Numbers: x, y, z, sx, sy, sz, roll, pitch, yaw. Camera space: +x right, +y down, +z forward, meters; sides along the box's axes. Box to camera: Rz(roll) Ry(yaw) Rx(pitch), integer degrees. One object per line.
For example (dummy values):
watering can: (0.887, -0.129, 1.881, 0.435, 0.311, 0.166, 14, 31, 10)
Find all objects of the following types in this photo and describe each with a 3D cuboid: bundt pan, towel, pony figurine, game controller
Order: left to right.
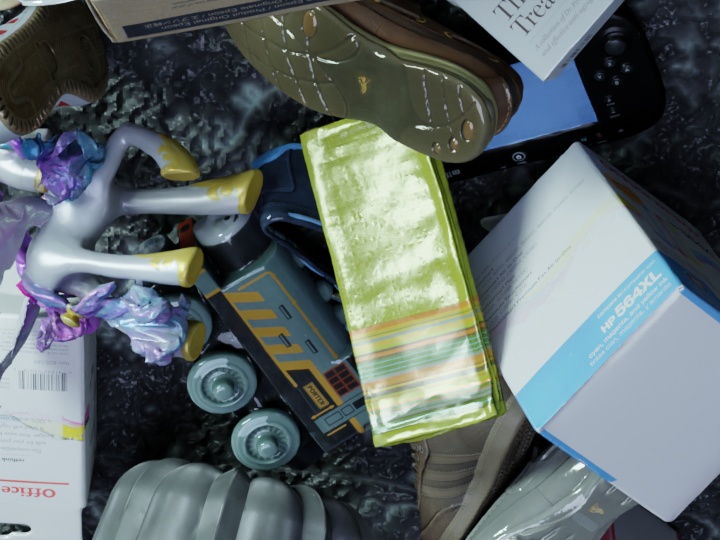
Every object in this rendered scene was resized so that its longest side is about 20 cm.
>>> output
pony figurine: (-0.183, -0.012, 1.740, 0.199, 0.194, 0.167, 16, 168, 20)
bundt pan: (-0.081, 0.176, 1.906, 0.201, 0.076, 0.202, 13, 170, 2)
towel: (0.023, 0.002, 1.725, 0.086, 0.018, 0.201, -17, 83, 19)
game controller: (0.085, -0.105, 1.757, 0.199, 0.042, 0.105, -14, 124, 14)

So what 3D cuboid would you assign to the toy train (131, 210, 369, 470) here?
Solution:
toy train: (-0.063, 0.041, 1.855, 0.114, 0.085, 0.200, -31, 118, 10)

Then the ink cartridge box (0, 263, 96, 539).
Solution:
ink cartridge box: (-0.236, 0.091, 1.905, 0.116, 0.068, 0.201, 4, 125, 1)

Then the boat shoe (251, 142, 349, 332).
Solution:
boat shoe: (0.000, 0.000, 1.810, 0.200, 0.069, 0.084, 31, 134, -28)

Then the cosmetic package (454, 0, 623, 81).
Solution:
cosmetic package: (0.114, -0.229, 1.588, 0.151, 0.052, 0.200, 42, 101, 6)

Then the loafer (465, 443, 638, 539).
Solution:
loafer: (0.133, 0.151, 1.907, 0.200, 0.070, 0.070, -40, 127, 12)

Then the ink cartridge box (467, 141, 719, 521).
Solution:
ink cartridge box: (0.156, 0.028, 1.756, 0.128, 0.200, 0.125, 34, 106, -34)

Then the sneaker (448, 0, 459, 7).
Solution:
sneaker: (0.092, -0.196, 1.678, 0.199, 0.078, 0.100, 5, 134, 11)

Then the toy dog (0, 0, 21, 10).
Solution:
toy dog: (-0.275, -0.164, 1.700, 0.132, 0.097, 0.200, 35, 121, -20)

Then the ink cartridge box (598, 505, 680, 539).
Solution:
ink cartridge box: (0.126, 0.260, 1.958, 0.083, 0.147, 0.200, 35, 122, -28)

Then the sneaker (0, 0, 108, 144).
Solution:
sneaker: (-0.224, -0.106, 1.685, 0.112, 0.200, 0.072, -19, 99, 19)

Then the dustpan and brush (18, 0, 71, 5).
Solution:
dustpan and brush: (-0.117, -0.239, 1.648, 0.199, 0.057, 0.140, -15, 101, -12)

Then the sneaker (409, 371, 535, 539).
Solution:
sneaker: (0.067, 0.117, 1.911, 0.075, 0.070, 0.200, 37, 140, 12)

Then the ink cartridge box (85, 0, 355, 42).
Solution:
ink cartridge box: (-0.075, -0.239, 1.563, 0.164, 0.201, 0.075, -9, 163, 5)

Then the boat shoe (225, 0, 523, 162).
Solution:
boat shoe: (0.007, -0.130, 1.704, 0.200, 0.068, 0.072, 28, 129, 21)
